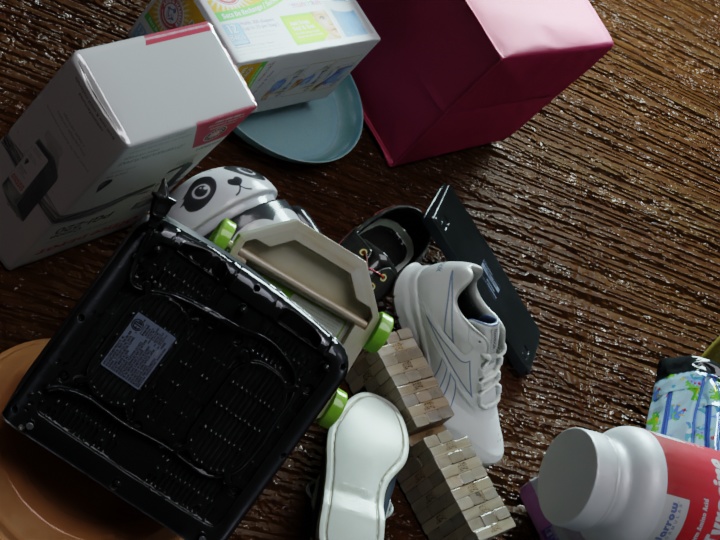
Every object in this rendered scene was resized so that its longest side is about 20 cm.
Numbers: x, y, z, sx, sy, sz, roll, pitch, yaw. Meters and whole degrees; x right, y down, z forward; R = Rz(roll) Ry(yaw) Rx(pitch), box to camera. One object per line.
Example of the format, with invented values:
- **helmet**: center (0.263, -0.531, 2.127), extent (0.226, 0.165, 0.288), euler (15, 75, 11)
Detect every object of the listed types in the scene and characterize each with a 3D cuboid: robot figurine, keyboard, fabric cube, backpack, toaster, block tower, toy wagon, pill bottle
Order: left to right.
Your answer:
- **toaster**: center (-0.123, 0.065, 0.948), extent (0.181, 0.200, 0.119), euler (35, 0, -13)
- **robot figurine**: center (-0.088, 0.008, 1.124), extent (0.200, 0.125, 0.150), euler (56, 6, 8)
- **toy wagon**: center (-0.076, 0.061, 1.039), extent (0.155, 0.200, 0.040), euler (31, 0, -12)
- **block tower**: center (0.057, 0.154, 1.196), extent (0.054, 0.058, 0.200), euler (-12, 66, -45)
- **fabric cube**: center (0.103, -0.251, 1.437), extent (0.199, 0.200, 0.196), euler (-18, 73, -45)
- **keyboard**: center (0.115, 0.023, 1.327), extent (0.200, 0.021, 0.127), euler (56, 32, -19)
- **pill bottle**: center (0.259, 0.200, 1.179), extent (0.200, 0.112, 0.112), euler (17, 50, -24)
- **backpack**: center (0.349, 0.205, 1.358), extent (0.163, 0.154, 0.200), euler (56, 50, -22)

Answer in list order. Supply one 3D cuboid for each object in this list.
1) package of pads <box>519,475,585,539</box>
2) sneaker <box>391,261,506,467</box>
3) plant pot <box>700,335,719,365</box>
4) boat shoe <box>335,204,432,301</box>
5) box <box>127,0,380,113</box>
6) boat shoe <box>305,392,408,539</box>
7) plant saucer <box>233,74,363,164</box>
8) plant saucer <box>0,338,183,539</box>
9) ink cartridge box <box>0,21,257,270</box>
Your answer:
- **package of pads**: center (0.243, 0.267, 1.253), extent (0.120, 0.076, 0.200), euler (-11, 67, -40)
- **sneaker**: center (0.094, 0.085, 1.235), extent (0.074, 0.087, 0.200), euler (-26, 100, -51)
- **plant pot**: center (0.478, 0.111, 1.487), extent (0.200, 0.176, 0.200), euler (54, 32, 6)
- **boat shoe**: center (-0.002, -0.002, 1.259), extent (0.074, 0.063, 0.201), euler (51, 42, -2)
- **box**: center (-0.098, -0.220, 1.269), extent (0.200, 0.101, 0.113), euler (-21, 75, -47)
- **boat shoe**: center (-0.004, 0.184, 1.110), extent (0.075, 0.062, 0.200), euler (18, 39, -10)
- **plant saucer**: center (-0.086, -0.185, 1.350), extent (0.200, 0.027, 0.200), euler (23, 46, -26)
- **plant saucer**: center (-0.202, 0.135, 0.998), extent (0.200, 0.037, 0.200), euler (22, 48, -27)
- **ink cartridge box**: center (-0.198, -0.095, 1.053), extent (0.146, 0.200, 0.085), euler (-26, 84, -48)
